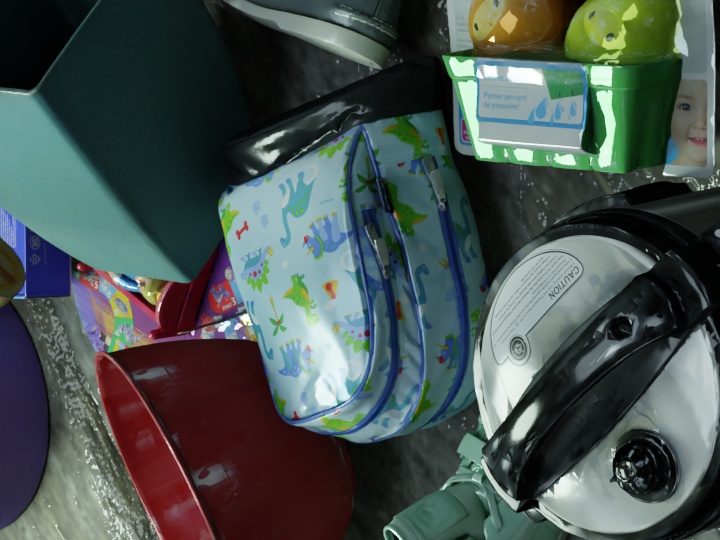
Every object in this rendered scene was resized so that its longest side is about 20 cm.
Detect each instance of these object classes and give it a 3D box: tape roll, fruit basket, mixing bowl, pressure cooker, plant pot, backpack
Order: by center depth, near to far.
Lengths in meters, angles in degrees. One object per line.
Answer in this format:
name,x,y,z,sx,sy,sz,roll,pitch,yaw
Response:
pressure cooker,0.157,0.048,1.296,0.178,0.199,0.177,11,105,41
fruit basket,0.110,-0.153,1.367,0.184,0.093,0.202,9,112,41
backpack,0.000,0.000,1.486,0.163,0.153,0.201,-18,99,43
plant pot,-0.157,-0.092,1.538,0.141,0.142,0.200,7,143,40
mixing bowl,-0.071,0.119,1.556,0.201,0.108,0.201,58,164,26
tape roll,-0.319,0.100,1.823,0.199,0.085,0.202,10,104,42

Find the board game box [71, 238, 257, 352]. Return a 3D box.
board game box,-0.140,-0.005,1.667,0.199,0.039,0.159,-20,84,42

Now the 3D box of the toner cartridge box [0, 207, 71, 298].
toner cartridge box,-0.242,-0.082,1.733,0.095,0.043,0.202,2,92,44

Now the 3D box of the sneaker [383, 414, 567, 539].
sneaker,0.074,0.118,1.441,0.074,0.118,0.202,27,114,38

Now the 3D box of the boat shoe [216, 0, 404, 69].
boat shoe,-0.043,-0.176,1.534,0.200,0.073,0.062,27,94,46

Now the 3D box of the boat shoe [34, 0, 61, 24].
boat shoe,-0.247,-0.204,1.668,0.072,0.059,0.200,-50,31,0

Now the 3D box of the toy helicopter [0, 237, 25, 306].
toy helicopter,-0.274,-0.066,1.644,0.079,0.132,0.201,-40,66,35
